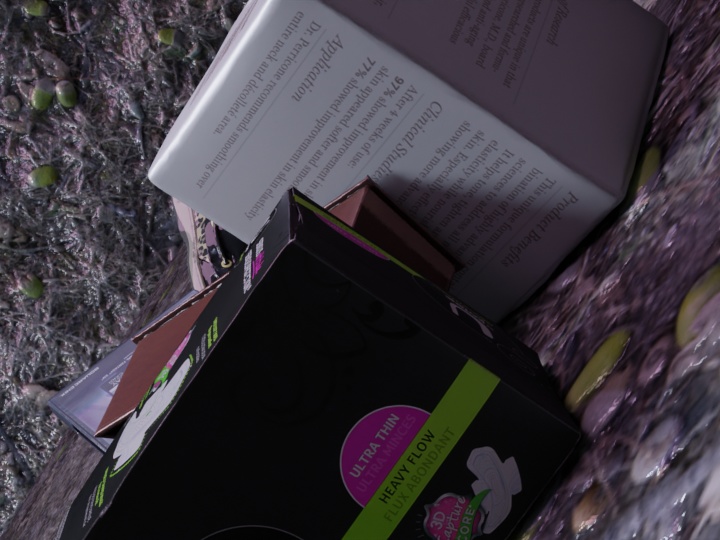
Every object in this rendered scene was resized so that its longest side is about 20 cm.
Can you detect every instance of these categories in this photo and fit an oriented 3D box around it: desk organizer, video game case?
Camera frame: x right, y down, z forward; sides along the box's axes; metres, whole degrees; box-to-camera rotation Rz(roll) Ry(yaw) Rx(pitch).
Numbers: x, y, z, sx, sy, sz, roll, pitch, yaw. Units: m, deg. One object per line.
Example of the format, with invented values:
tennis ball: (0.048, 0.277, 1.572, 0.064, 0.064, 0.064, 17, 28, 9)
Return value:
desk organizer: (-0.046, 0.042, 0.870, 0.200, 0.072, 0.077, -33, 25, 38)
video game case: (-0.131, 0.081, 1.190, 0.143, 0.019, 0.200, -38, 26, -16)

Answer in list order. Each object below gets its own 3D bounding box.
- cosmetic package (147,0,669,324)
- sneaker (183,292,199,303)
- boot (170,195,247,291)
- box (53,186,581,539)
cosmetic package: (0.027, -0.091, 0.896, 0.167, 0.200, 0.167, -48, 14, 42)
sneaker: (-0.058, 0.116, 1.037, 0.075, 0.115, 0.201, -30, -58, -69)
boot: (-0.062, -0.034, 1.322, 0.154, 0.073, 0.204, -35, 57, 21)
box: (-0.027, 0.092, 0.728, 0.200, 0.148, 0.124, -55, 10, 10)
